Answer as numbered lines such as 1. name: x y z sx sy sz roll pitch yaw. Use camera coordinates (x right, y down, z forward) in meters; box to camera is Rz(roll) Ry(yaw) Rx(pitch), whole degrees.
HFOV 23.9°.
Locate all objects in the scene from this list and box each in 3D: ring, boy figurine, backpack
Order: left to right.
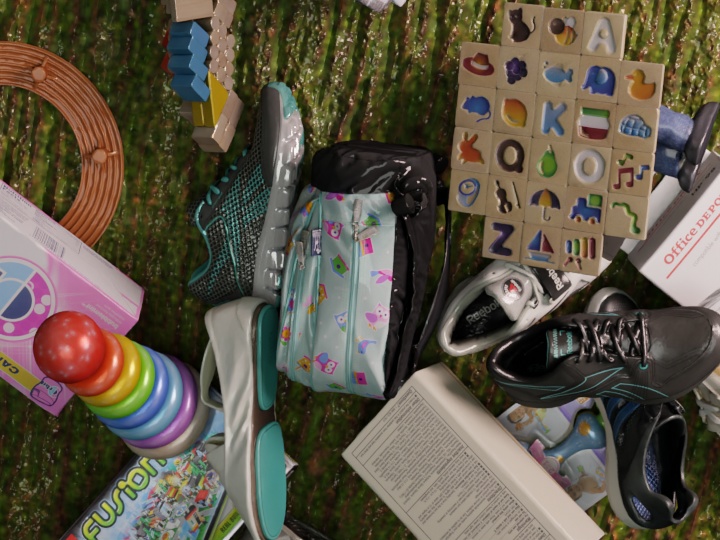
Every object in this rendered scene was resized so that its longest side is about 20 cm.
1. ring: -0.295 -0.088 1.410 0.198 0.019 0.203 0 104 0
2. backpack: 0.000 0.000 1.362 0.125 0.167 0.203 9 99 14
3. boy figurine: 0.181 -0.122 1.364 0.198 0.125 0.065 19 62 15

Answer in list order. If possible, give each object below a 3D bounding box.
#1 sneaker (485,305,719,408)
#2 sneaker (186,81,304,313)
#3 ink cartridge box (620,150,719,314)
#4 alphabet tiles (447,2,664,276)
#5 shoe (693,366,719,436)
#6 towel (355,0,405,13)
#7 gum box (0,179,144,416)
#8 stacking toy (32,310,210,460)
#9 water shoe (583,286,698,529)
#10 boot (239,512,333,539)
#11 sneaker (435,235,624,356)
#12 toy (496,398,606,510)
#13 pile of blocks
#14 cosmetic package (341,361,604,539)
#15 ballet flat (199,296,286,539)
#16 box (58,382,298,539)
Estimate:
1. sneaker: 0.193 0.069 1.349 0.198 0.079 0.076 -15 67 26
2. sneaker: -0.097 -0.056 1.392 0.090 0.078 0.203 9 101 2
3. ink cartridge box: 0.303 -0.013 1.403 0.199 0.067 0.116 37 100 -7
4. alphabet tiles: 0.149 -0.102 1.321 0.165 0.006 0.203 9 102 25
5. shoe: 0.328 0.137 1.435 0.053 0.070 0.200 -43 102 0
6. towel: -0.015 -0.315 1.326 0.199 0.086 0.167 31 102 -7
7. gum box: -0.290 0.009 1.390 0.199 0.066 0.114 39 105 -15
8. stacking toy: -0.195 0.082 1.340 0.084 0.200 0.086 -8 65 19
9. water shoe: 0.238 0.110 1.401 0.071 0.079 0.203 -7 84 -33
10. boot: -0.127 0.290 1.469 0.180 0.073 0.201 25 108 -18
11. sneaker: 0.141 0.006 1.380 0.074 0.089 0.200 46 107 -1
12. toy: 0.140 0.183 1.457 0.199 0.047 0.115 -39 98 7
13. pile of blocks: -0.143 -0.194 1.357 0.062 0.082 0.203 4 102 34
14. cosmetic package: 0.092 0.184 1.405 0.200 0.073 0.104 47 109 11
15. ballet flat: -0.097 0.121 1.385 0.069 0.069 0.203 -2 97 0
16. box: -0.158 0.202 1.434 0.110 0.035 0.200 41 88 7
